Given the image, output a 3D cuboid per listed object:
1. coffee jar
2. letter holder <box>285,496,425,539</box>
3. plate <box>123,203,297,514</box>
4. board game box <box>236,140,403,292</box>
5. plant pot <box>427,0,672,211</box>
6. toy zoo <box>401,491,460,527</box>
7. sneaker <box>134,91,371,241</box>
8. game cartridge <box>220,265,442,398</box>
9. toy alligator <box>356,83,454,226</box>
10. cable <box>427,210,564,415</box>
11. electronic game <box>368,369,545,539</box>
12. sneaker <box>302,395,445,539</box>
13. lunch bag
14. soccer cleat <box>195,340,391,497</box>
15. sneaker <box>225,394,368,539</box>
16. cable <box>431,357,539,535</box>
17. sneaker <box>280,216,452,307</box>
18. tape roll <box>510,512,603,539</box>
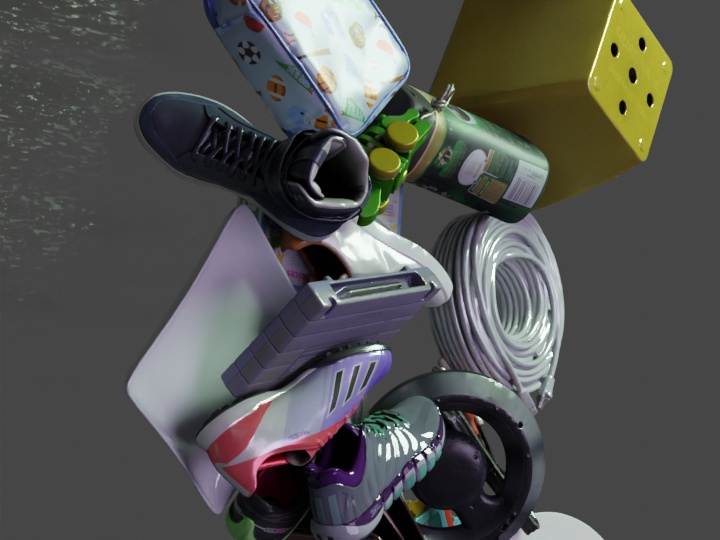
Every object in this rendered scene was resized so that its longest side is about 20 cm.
[{"bbox_3d":[0.085,-0.119,1.560,0.199,0.104,0.086,20,107,-35],"label":"coffee jar"},{"bbox_3d":[0.028,0.288,1.461,0.101,0.142,0.201,-47,122,-40],"label":"letter holder"},{"bbox_3d":[-0.120,0.075,1.349,0.200,0.032,0.200,-60,144,-27],"label":"plate"},{"bbox_3d":[-0.037,-0.039,1.486,0.200,0.034,0.135,14,77,-49],"label":"board game box"},{"bbox_3d":[0.216,-0.198,1.690,0.200,0.176,0.201,45,56,-39],"label":"plant pot"},{"bbox_3d":[0.077,0.241,1.617,0.131,0.020,0.201,-29,110,-47],"label":"toy zoo"},{"bbox_3d":[-0.084,-0.099,1.302,0.202,0.146,0.077,28,77,-13],"label":"sneaker"},{"bbox_3d":[-0.024,0.051,1.370,0.038,0.130,0.200,57,28,15],"label":"game cartridge"},{"bbox_3d":[0.024,-0.115,1.424,0.200,0.054,0.059,-58,171,-39],"label":"toy alligator"},{"bbox_3d":[0.146,0.032,1.668,0.200,0.069,0.201,51,46,-33],"label":"cable"},{"bbox_3d":[0.084,0.194,1.535,0.199,0.042,0.201,-3,103,-11],"label":"electronic game"},{"bbox_3d":[0.015,0.153,1.398,0.200,0.074,0.088,-49,133,-49],"label":"sneaker"},{"bbox_3d":[-0.043,-0.216,1.443,0.200,0.075,0.160,56,45,-21],"label":"lunch bag"},{"bbox_3d":[-0.043,0.124,1.339,0.199,0.068,0.073,-25,72,-34],"label":"soccer cleat"},{"bbox_3d":[-0.046,0.164,1.414,0.077,0.084,0.200,31,53,3],"label":"sneaker"},{"bbox_3d":[0.129,0.179,1.592,0.050,0.097,0.200,-38,90,-1],"label":"cable"},{"bbox_3d":[0.000,0.000,1.453,0.200,0.073,0.085,33,66,-32],"label":"sneaker"},{"bbox_3d":[0.193,0.355,1.645,0.202,0.037,0.204,7,75,-27],"label":"tape roll"}]
